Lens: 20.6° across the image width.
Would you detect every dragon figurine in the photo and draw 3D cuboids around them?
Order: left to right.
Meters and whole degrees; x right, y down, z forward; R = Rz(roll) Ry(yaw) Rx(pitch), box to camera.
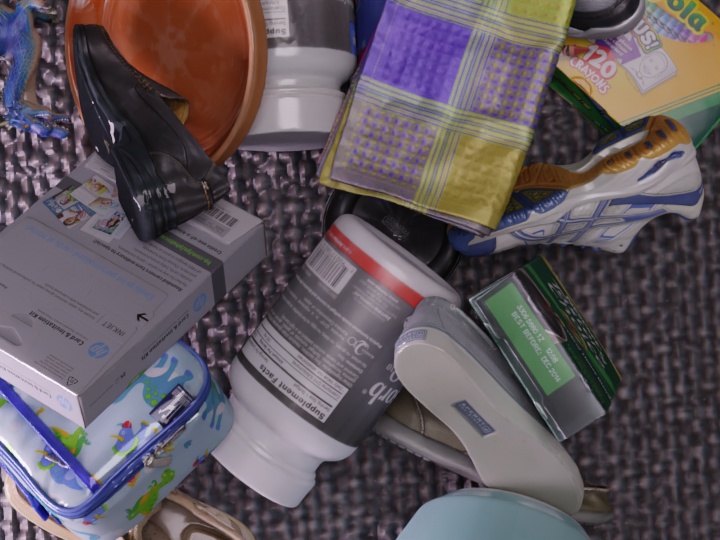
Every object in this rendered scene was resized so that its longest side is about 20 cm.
[{"bbox_3d":[-0.297,-0.178,1.509,0.200,0.059,0.100,32,82,-3],"label":"dragon figurine"}]

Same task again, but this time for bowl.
[{"bbox_3d":[0.101,0.232,1.454,0.200,0.201,0.105,20,62,-3],"label":"bowl"}]

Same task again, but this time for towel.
[{"bbox_3d":[0.064,-0.133,1.449,0.143,0.023,0.201,21,84,11],"label":"towel"}]

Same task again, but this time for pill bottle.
[{"bbox_3d":[-0.060,-0.196,1.507,0.113,0.114,0.201,-3,85,-6],"label":"pill bottle"},{"bbox_3d":[-0.026,0.068,1.471,0.116,0.116,0.200,37,95,-1],"label":"pill bottle"}]

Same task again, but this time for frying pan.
[{"bbox_3d":[-0.006,-0.016,1.538,0.189,0.031,0.115,-25,86,-11],"label":"frying pan"}]

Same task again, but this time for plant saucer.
[{"bbox_3d":[-0.143,-0.167,1.479,0.032,0.200,0.201,-9,83,-49],"label":"plant saucer"}]

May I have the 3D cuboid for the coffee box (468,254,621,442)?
[{"bbox_3d":[0.140,0.052,1.457,0.044,0.200,0.123,-33,86,11],"label":"coffee box"}]

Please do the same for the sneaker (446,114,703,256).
[{"bbox_3d":[0.167,-0.040,1.510,0.199,0.075,0.088,-20,120,13],"label":"sneaker"}]

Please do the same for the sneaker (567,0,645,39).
[{"bbox_3d":[0.125,-0.251,1.472,0.200,0.114,0.076,38,83,16],"label":"sneaker"}]

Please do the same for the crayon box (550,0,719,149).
[{"bbox_3d":[0.204,-0.181,1.559,0.200,0.058,0.119,41,82,0],"label":"crayon box"}]

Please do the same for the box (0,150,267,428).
[{"bbox_3d":[-0.188,0.004,1.412,0.156,0.041,0.200,27,53,26],"label":"box"}]

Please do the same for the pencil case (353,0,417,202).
[{"bbox_3d":[0.039,-0.152,1.518,0.087,0.078,0.201,7,72,-31],"label":"pencil case"}]

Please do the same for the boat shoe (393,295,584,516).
[{"bbox_3d":[0.101,0.096,1.426,0.201,0.070,0.072,48,41,-26],"label":"boat shoe"}]

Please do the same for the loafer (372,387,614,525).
[{"bbox_3d":[0.108,0.134,1.507,0.199,0.075,0.070,25,86,-2],"label":"loafer"}]

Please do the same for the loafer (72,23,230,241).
[{"bbox_3d":[-0.158,-0.107,1.442,0.072,0.073,0.200,-18,58,-14],"label":"loafer"}]

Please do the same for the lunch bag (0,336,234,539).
[{"bbox_3d":[-0.203,0.090,1.439,0.161,0.083,0.200,-42,58,-7],"label":"lunch bag"}]

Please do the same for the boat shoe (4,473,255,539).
[{"bbox_3d":[-0.170,0.181,1.480,0.199,0.065,0.072,18,82,-4],"label":"boat shoe"}]
